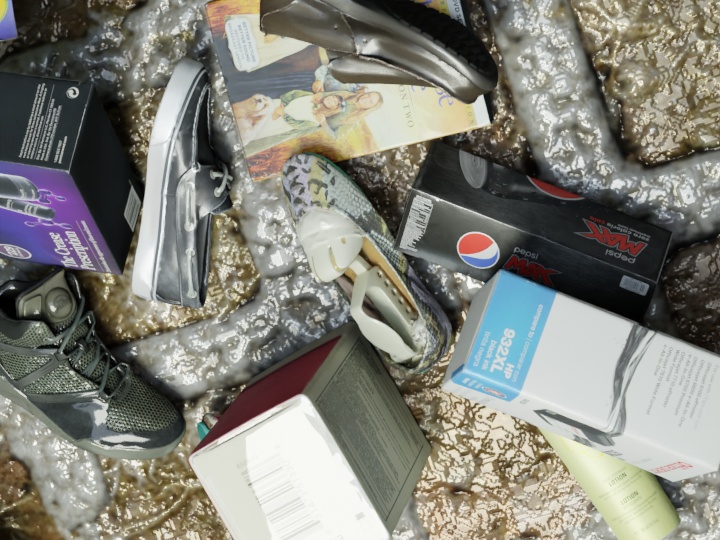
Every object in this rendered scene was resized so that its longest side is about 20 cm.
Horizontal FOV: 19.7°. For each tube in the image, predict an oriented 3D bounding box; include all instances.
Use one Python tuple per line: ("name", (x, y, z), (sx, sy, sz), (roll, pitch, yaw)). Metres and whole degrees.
("tube", (0.177, 0.127, 1.626), (0.201, 0.058, 0.052), (58, 141, -1))

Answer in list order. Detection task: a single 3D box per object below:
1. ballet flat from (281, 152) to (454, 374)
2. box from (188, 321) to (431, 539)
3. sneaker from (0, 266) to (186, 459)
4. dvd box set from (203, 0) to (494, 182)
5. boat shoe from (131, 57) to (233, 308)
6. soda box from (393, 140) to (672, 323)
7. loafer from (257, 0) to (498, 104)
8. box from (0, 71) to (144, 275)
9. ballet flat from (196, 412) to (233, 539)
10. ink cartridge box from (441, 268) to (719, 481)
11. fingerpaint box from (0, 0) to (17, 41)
("ballet flat", (0.000, 0.000, 1.599), (0.072, 0.072, 0.201), (-33, 105, 16))
("box", (-0.035, 0.141, 1.588), (0.108, 0.200, 0.129), (-29, 96, 16))
("sneaker", (-0.225, 0.073, 1.659), (0.198, 0.076, 0.115), (31, 136, 6))
("dvd box set", (-0.008, -0.160, 1.600), (0.198, 0.029, 0.148), (-12, 101, 14))
("boat shoe", (-0.131, -0.065, 1.625), (0.067, 0.072, 0.202), (14, 108, 9))
("soda box", (0.131, -0.024, 1.578), (0.198, 0.071, 0.064), (21, 132, 5))
("loafer", (0.010, -0.170, 1.546), (0.199, 0.073, 0.072), (28, 113, 13))
("box", (-0.257, -0.075, 1.578), (0.140, 0.200, 0.080), (10, 69, 10))
("ballet flat", (-0.079, 0.202, 1.690), (0.063, 0.076, 0.202), (-20, 105, -17))
("ink cartridge box", (0.171, 0.081, 1.536), (0.198, 0.145, 0.084), (21, 80, -1))
("fingerpaint box", (-0.385, -0.191, 1.546), (0.166, 0.199, 0.074), (8, 109, 52))
